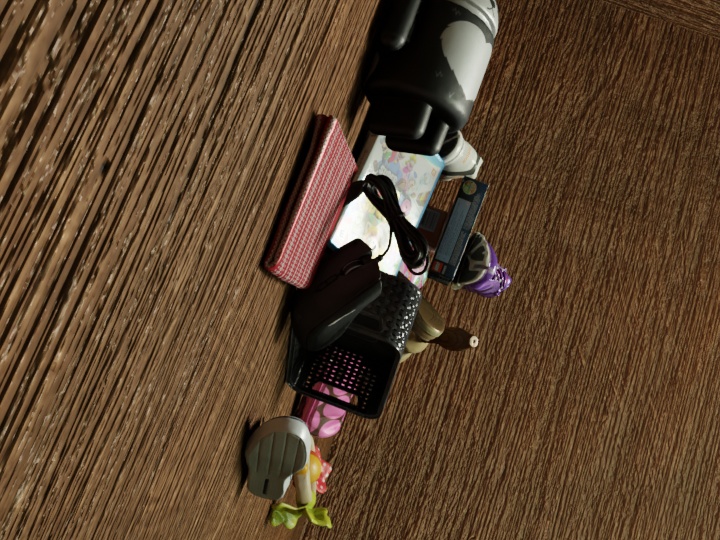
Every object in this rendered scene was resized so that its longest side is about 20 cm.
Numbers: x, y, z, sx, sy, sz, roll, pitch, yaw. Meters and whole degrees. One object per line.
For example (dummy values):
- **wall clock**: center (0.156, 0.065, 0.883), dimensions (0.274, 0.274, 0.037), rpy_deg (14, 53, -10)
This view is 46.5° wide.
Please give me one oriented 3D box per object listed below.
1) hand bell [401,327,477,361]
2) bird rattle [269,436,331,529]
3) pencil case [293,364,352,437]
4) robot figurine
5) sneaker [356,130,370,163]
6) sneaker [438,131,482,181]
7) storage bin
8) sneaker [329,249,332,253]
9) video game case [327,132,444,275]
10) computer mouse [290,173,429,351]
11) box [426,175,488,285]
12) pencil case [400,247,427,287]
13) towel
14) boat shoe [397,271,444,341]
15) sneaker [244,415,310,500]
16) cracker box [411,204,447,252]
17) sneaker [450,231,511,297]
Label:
- **hand bell**: center (0.099, 0.092, 1.189), dimensions (0.199, 0.103, 0.105), rpy_deg (1, -112, 58)
- **bird rattle**: center (-0.094, 0.381, 1.556), dimensions (0.201, 0.111, 0.165), rpy_deg (-69, 160, -61)
- **pencil case**: center (-0.047, 0.175, 1.314), dimensions (0.094, 0.090, 0.202), rpy_deg (-52, 163, -57)
- **robot figurine**: center (0.078, -0.229, 0.917), dimensions (0.150, 0.123, 0.202), rpy_deg (128, -18, -80)
- **sneaker**: center (0.052, -0.177, 1.125), dimensions (0.079, 0.079, 0.201), rpy_deg (104, 8, -54)
- **sneaker**: center (0.096, -0.160, 1.227), dimensions (0.199, 0.080, 0.074), rpy_deg (14, -105, 56)
- **storage bin**: center (-0.011, 0.087, 1.053), dimensions (0.201, 0.134, 0.094), rpy_deg (103, 8, -55)
- **sneaker**: center (0.000, 0.000, 1.168), dimensions (0.200, 0.084, 0.078), rpy_deg (97, 13, -73)
- **video game case**: center (0.034, -0.091, 1.059), dimensions (0.143, 0.018, 0.202), rpy_deg (41, 67, -46)
- **computer mouse**: center (-0.027, -0.014, 0.895), dimensions (0.199, 0.142, 0.046), rpy_deg (-38, 150, 29)
- **box**: center (0.138, -0.052, 1.218), dimensions (0.200, 0.037, 0.138), rpy_deg (45, 65, -85)
- **pencil case**: center (0.049, -0.010, 1.382), dimensions (0.200, 0.087, 0.088), rpy_deg (20, 90, -68)
- **towel**: center (-0.045, -0.057, 0.793), dimensions (0.200, 0.022, 0.146), rpy_deg (51, 59, -83)
- **boat shoe**: center (0.058, 0.055, 1.157), dimensions (0.065, 0.071, 0.200), rpy_deg (-48, -158, 6)
- **sneaker**: center (-0.099, 0.204, 0.985), dimensions (0.201, 0.072, 0.071), rpy_deg (118, -14, -54)
- **cracker box**: center (0.062, -0.079, 1.290), dimensions (0.200, 0.132, 0.058), rpy_deg (24, 86, -86)
- **sneaker**: center (0.183, -0.001, 1.215), dimensions (0.200, 0.083, 0.082), rpy_deg (45, 67, -84)
